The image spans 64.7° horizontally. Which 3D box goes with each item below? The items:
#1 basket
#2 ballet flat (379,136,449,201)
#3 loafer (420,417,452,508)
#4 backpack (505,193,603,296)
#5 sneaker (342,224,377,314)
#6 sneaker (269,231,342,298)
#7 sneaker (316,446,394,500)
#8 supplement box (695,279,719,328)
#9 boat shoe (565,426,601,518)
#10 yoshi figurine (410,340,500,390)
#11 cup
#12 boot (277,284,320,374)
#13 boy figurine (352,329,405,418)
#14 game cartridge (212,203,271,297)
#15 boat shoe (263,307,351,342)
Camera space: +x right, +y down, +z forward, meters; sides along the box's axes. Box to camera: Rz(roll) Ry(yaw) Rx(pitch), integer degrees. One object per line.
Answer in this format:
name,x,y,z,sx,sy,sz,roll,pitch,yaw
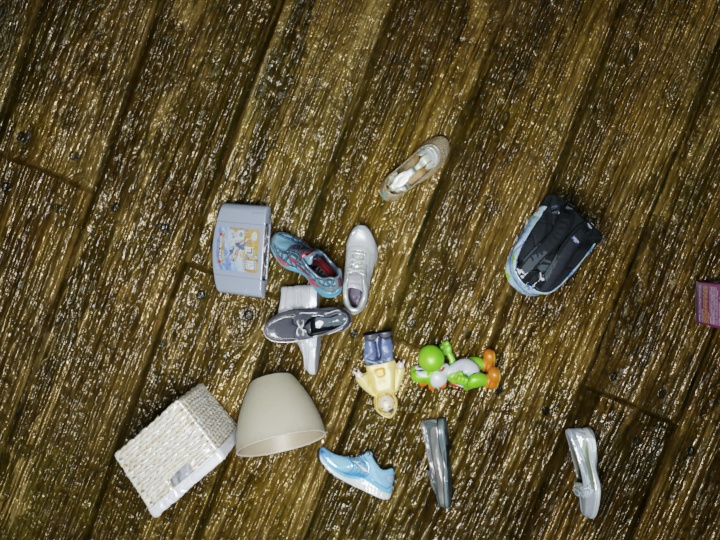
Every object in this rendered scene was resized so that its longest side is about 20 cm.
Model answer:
basket,-0.390,0.379,1.236,0.197,0.200,0.162,-39,91,1
ballet flat,0.127,-0.228,1.280,0.200,0.065,0.071,-44,93,1
loafer,0.177,0.447,1.327,0.062,0.072,0.204,-4,87,19
backpack,0.413,-0.036,1.271,0.162,0.154,0.202,36,70,-5
sneaker,0.000,0.000,1.274,0.073,0.100,0.204,4,92,0
sneaker,-0.113,-0.031,1.256,0.199,0.096,0.080,36,62,6
sneaker,-0.009,0.453,1.324,0.197,0.078,0.091,27,74,-6
supplement box,0.856,0.078,1.248,0.128,0.200,0.106,-3,93,-1
boat shoe,0.517,0.471,1.329,0.063,0.074,0.207,-3,89,5
yoshi figurine,0.212,0.214,1.294,0.196,0.113,0.114,-2,78,1
cup,-0.185,0.311,1.256,0.196,0.201,0.146,-14,66,-1
boot,-0.141,0.134,1.299,0.093,0.074,0.204,-1,85,5
boy figurine,0.044,0.241,1.307,0.122,0.064,0.204,-5,90,-4
game cartridge,-0.268,-0.047,1.277,0.130,0.041,0.204,5,94,13
boat shoe,-0.116,0.114,1.231,0.196,0.063,0.074,-7,84,-3
